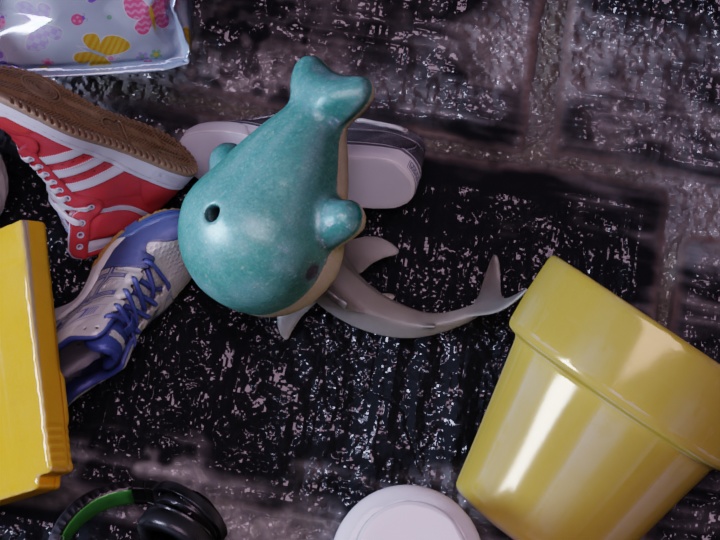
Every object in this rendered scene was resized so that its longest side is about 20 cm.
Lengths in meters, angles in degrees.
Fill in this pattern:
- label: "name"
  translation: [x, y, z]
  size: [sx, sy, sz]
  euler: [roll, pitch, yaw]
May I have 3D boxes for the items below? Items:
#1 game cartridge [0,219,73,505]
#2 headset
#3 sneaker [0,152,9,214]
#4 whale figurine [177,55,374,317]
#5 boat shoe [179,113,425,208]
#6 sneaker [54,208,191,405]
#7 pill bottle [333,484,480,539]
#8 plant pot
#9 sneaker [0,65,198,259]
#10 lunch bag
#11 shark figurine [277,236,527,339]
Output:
- label: "game cartridge"
  translation: [-0.293, 0.081, 1.271]
  size: [0.176, 0.032, 0.201]
  euler: [-18, 75, 35]
- label: "headset"
  translation: [-0.137, 0.229, 1.269]
  size: [0.199, 0.094, 0.124]
  euler: [4, 54, 5]
- label: "sneaker"
  translation: [-0.326, -0.087, 1.278]
  size: [0.077, 0.201, 0.087]
  euler: [6, 47, 8]
- label: "whale figurine"
  translation: [-0.065, -0.066, 1.253]
  size: [0.159, 0.104, 0.201]
  euler: [29, 97, 36]
- label: "boat shoe"
  translation: [-0.046, -0.099, 1.356]
  size: [0.199, 0.072, 0.068]
  euler: [5, 43, 13]
- label: "sneaker"
  translation: [-0.187, 0.039, 1.296]
  size: [0.200, 0.088, 0.075]
  euler: [-45, 124, -4]
- label: "pill bottle"
  translation: [0.031, 0.215, 1.211]
  size: [0.109, 0.200, 0.110]
  euler: [0, 76, -1]
- label: "plant pot"
  translation: [0.174, 0.119, 1.253]
  size: [0.200, 0.201, 0.189]
  euler: [35, 94, 6]
- label: "sneaker"
  translation: [-0.234, -0.078, 1.291]
  size: [0.113, 0.199, 0.071]
  euler: [-48, 40, 23]
- label: "lunch bag"
  translation: [-0.234, -0.233, 1.315]
  size: [0.199, 0.170, 0.128]
  euler: [-5, 119, -1]
- label: "shark figurine"
  translation: [0.012, 0.019, 1.306]
  size: [0.214, 0.090, 0.129]
  euler: [23, 94, 3]
